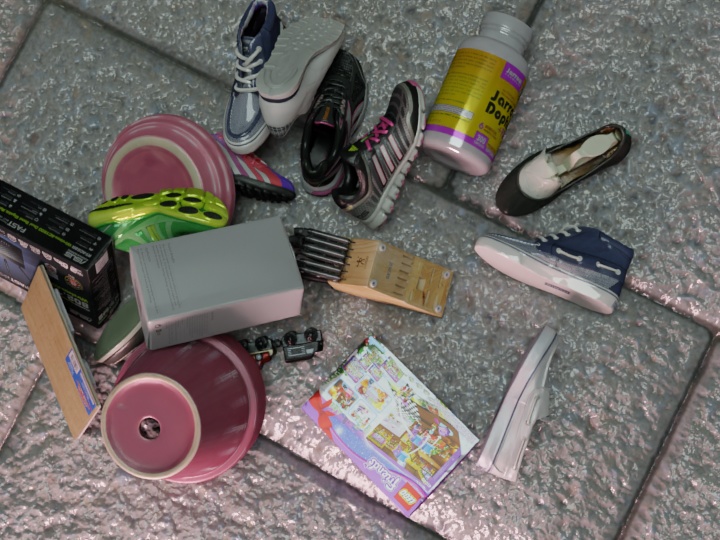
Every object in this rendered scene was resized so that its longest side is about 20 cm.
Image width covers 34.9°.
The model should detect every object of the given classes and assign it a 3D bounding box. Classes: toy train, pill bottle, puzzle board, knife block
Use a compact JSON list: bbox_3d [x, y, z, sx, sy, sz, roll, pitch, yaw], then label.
[{"bbox_3d":[-0.145,0.113,1.528,0.197,0.034,0.046,-10,89,5],"label":"toy train"},{"bbox_3d":[0.159,-0.236,1.517,0.103,0.104,0.202,22,84,10],"label":"pill bottle"},{"bbox_3d":[-0.393,0.109,1.507,0.017,0.151,0.202,-19,76,-32],"label":"puzzle board"},{"bbox_3d":[0.000,0.000,1.524,0.199,0.175,0.065,21,82,-36],"label":"knife block"}]

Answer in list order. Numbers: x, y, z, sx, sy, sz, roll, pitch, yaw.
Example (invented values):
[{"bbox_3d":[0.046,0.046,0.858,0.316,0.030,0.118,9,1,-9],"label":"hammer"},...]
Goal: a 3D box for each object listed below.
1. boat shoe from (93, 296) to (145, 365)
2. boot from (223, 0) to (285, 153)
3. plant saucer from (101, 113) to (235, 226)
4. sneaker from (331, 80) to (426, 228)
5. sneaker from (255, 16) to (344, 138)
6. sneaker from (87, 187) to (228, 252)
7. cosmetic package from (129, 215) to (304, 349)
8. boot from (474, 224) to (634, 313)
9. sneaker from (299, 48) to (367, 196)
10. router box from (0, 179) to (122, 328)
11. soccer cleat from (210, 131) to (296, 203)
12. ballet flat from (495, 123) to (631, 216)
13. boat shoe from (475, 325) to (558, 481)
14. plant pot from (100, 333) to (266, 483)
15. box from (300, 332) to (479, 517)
[{"bbox_3d":[-0.276,0.059,1.530,0.201,0.060,0.072,-45,36,14],"label":"boat shoe"},{"bbox_3d":[-0.149,-0.262,1.530,0.072,0.091,0.202,4,63,18],"label":"boot"},{"bbox_3d":[-0.266,-0.106,1.530,0.198,0.051,0.203,5,103,20],"label":"plant saucer"},{"bbox_3d":[0.020,-0.157,1.502,0.087,0.074,0.202,15,105,-26],"label":"sneaker"},{"bbox_3d":[-0.079,-0.263,1.515,0.076,0.081,0.201,15,49,23],"label":"sneaker"},{"bbox_3d":[-0.255,-0.057,1.480,0.198,0.074,0.084,-2,120,22],"label":"sneaker"},{"bbox_3d":[-0.179,0.014,1.422,0.198,0.081,0.114,-10,63,-16],"label":"cosmetic package"},{"bbox_3d":[0.253,-0.024,1.494,0.198,0.073,0.091,25,76,2],"label":"boot"},{"bbox_3d":[-0.037,-0.205,1.543,0.079,0.086,0.203,6,80,6],"label":"sneaker"},{"bbox_3d":[-0.418,-0.023,1.517,0.198,0.150,0.062,26,59,11],"label":"router box"},{"bbox_3d":[-0.175,-0.149,1.561,0.198,0.068,0.074,18,78,12],"label":"soccer cleat"},{"bbox_3d":[0.265,-0.140,1.507,0.199,0.068,0.068,-30,79,1],"label":"ballet flat"},{"bbox_3d":[0.215,0.171,1.463,0.065,0.074,0.202,25,94,5],"label":"boat shoe"},{"bbox_3d":[-0.232,0.178,1.431,0.197,0.179,0.203,1,94,9],"label":"plant pot"},{"bbox_3d":[0.038,0.200,1.487,0.137,0.039,0.200,-45,79,-3],"label":"box"}]
